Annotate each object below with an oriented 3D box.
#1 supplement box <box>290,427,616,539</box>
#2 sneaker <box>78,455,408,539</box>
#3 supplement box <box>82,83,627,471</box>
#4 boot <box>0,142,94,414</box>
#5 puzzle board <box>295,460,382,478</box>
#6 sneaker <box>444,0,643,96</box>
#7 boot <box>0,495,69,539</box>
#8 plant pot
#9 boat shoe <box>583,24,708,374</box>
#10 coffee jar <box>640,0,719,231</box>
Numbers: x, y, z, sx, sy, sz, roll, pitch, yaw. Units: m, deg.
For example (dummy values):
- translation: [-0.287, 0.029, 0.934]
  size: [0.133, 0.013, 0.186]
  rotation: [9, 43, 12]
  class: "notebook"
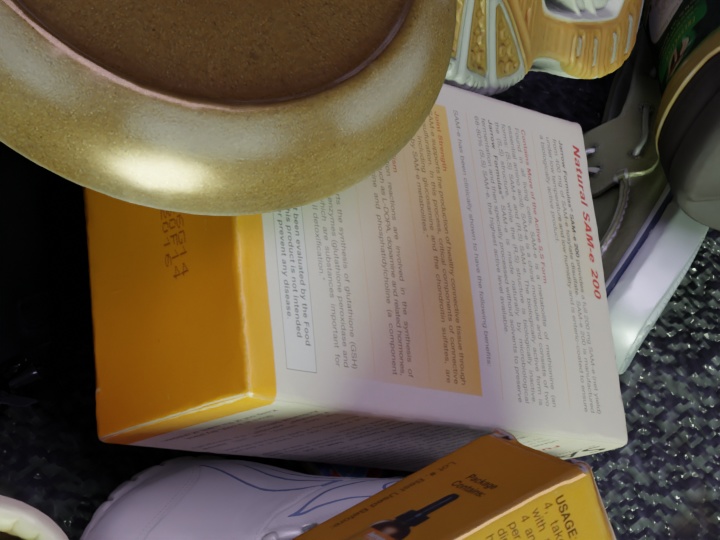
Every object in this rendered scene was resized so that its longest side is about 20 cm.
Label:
- translation: [-0.016, 0.122, 0.654]
  size: [0.200, 0.067, 0.069]
  rotation: [-29, 108, -18]
  class: "supplement box"
- translation: [-0.004, 0.094, 0.737]
  size: [0.200, 0.087, 0.075]
  rotation: [-2, 84, -39]
  class: "sneaker"
- translation: [0.000, 0.000, 0.757]
  size: [0.200, 0.074, 0.126]
  rotation: [12, 66, -47]
  class: "supplement box"
- translation: [-0.141, -0.037, 0.778]
  size: [0.162, 0.073, 0.198]
  rotation: [-16, 76, -38]
  class: "boot"
- translation: [-0.011, -0.030, 0.830]
  size: [0.151, 0.017, 0.200]
  rotation: [49, 44, -26]
  class: "puzzle board"
- translation: [0.031, -0.107, 0.831]
  size: [0.200, 0.088, 0.076]
  rotation: [3, 100, -60]
  class: "sneaker"
- translation: [-0.179, 0.089, 0.642]
  size: [0.200, 0.107, 0.075]
  rotation: [5, 66, -13]
  class: "boot"
- translation: [-0.056, -0.110, 0.675]
  size: [0.200, 0.027, 0.200]
  rotation: [13, 57, -21]
  class: "plant pot"
- translation: [0.114, -0.032, 0.918]
  size: [0.062, 0.072, 0.200]
  rotation: [27, 42, 2]
  class: "boat shoe"
- translation: [0.166, -0.096, 0.895]
  size: [0.104, 0.085, 0.200]
  rotation: [15, 42, -16]
  class: "coffee jar"
